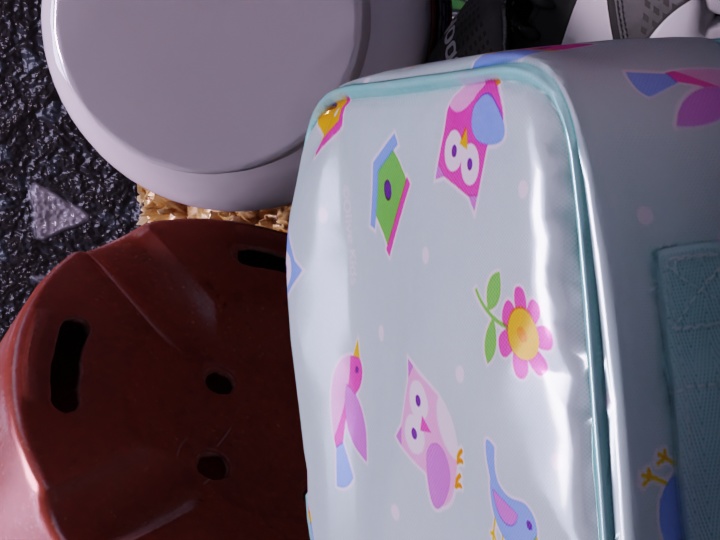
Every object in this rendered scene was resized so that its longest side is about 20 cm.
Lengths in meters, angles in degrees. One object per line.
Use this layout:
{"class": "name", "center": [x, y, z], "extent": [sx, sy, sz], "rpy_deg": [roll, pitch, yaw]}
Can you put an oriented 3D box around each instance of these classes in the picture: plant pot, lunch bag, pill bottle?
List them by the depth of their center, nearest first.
{"class": "lunch bag", "center": [0.050, 0.051, 0.588], "extent": [0.160, 0.077, 0.201], "rpy_deg": [177, 87, -65]}
{"class": "plant pot", "center": [-0.059, 0.102, 0.782], "extent": [0.201, 0.200, 0.195], "rpy_deg": [-90, 22, -43]}
{"class": "pill bottle", "center": [-0.032, -0.075, 0.802], "extent": [0.200, 0.111, 0.112], "rpy_deg": [-50, -43, -83]}

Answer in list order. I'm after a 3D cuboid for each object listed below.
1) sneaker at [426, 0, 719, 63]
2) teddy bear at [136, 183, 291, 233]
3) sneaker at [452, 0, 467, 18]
{"class": "sneaker", "center": [0.062, -0.066, 0.737], "extent": [0.200, 0.090, 0.067], "rpy_deg": [83, -176, -53]}
{"class": "teddy bear", "center": [0.000, 0.000, 0.898], "extent": [0.200, 0.145, 0.067], "rpy_deg": [-105, 10, -47]}
{"class": "sneaker", "center": [0.052, -0.098, 0.909], "extent": [0.200, 0.078, 0.085], "rpy_deg": [-139, 29, -64]}
